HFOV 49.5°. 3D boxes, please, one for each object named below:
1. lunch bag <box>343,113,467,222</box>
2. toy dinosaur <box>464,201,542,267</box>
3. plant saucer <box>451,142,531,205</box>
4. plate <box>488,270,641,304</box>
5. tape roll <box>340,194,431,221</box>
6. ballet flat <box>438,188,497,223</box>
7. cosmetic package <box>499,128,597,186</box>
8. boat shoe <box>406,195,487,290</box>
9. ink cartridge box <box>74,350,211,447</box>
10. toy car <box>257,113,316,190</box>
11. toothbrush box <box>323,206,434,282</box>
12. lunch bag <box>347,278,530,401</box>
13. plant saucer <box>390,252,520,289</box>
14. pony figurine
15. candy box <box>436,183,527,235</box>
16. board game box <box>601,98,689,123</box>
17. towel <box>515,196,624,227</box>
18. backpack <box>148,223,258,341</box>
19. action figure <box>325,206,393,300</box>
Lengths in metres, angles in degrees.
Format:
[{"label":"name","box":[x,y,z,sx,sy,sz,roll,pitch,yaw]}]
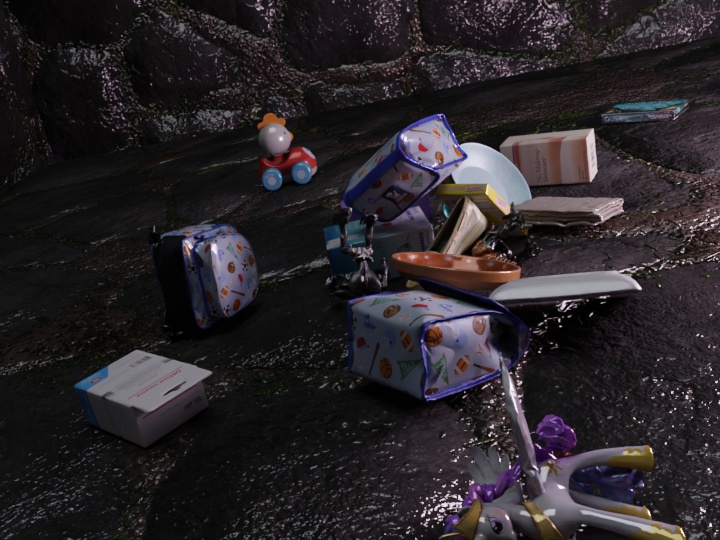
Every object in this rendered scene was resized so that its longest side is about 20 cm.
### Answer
[{"label":"lunch bag","box":[0.076,-0.181,1.422,0.169,0.125,0.199,-38,-8,37]},{"label":"toy dinosaur","box":[0.235,-0.029,1.342,0.134,0.103,0.201,-28,39,0]},{"label":"plant saucer","box":[0.259,-0.172,1.601,0.200,0.202,0.039,-31,-12,-42]},{"label":"plate","box":[0.286,0.025,1.095,0.195,0.033,0.200,-5,-4,17]},{"label":"tape roll","box":[0.057,-0.137,1.726,0.196,0.067,0.201,-10,20,4]},{"label":"ballet flat","box":[0.212,-0.126,1.623,0.198,0.069,0.075,-21,4,-40]},{"label":"cosmetic package","box":[0.422,-0.250,1.752,0.196,0.105,0.087,-2,21,30]},{"label":"boat shoe","box":[0.137,-0.037,1.329,0.201,0.063,0.073,-48,22,-13]},{"label":"ink cartridge box","box":[-0.299,0.180,1.102,0.198,0.068,0.115,6,27,43]},{"label":"toy car","box":[-0.228,-0.363,2.292,0.173,0.204,0.185,-11,20,3]},{"label":"toothbrush box","box":[0.035,-0.043,1.465,0.196,0.087,0.147,-12,19,-1]},{"label":"lunch bag","box":[0.105,0.083,1.048,0.197,0.127,0.169,-7,13,-36]},{"label":"plant saucer","box":[0.143,0.001,1.185,0.196,0.033,0.200,4,8,-1]},{"label":"pony figurine","box":[0.167,0.194,0.707,0.195,0.170,0.194,5,29,2]},{"label":"candy box","box":[0.227,-0.109,1.432,0.101,0.027,0.199,6,-15,35]},{"label":"board game box","box":[0.776,-0.435,2.130,0.197,0.029,0.135,4,25,38]},{"label":"towel","box":[0.391,-0.114,1.494,0.197,0.035,0.131,7,19,42]},{"label":"backpack","box":[-0.270,0.001,1.401,0.151,0.204,0.190,0,16,18]},{"label":"action figure","box":[0.000,0.000,1.329,0.116,0.204,0.102,0,-23,-7]}]
